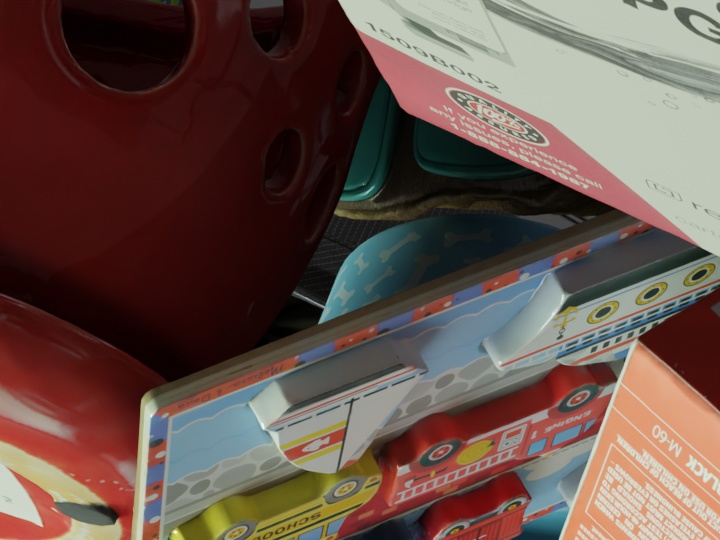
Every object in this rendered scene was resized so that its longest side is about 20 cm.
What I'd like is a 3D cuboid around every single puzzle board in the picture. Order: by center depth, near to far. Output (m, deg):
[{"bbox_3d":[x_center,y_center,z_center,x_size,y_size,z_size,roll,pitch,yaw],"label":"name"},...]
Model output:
[{"bbox_3d":[0.034,0.039,0.716,0.017,0.200,0.151,60,159,25],"label":"puzzle board"}]

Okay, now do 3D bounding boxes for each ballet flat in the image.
[{"bbox_3d":[0.035,-0.043,0.794,0.072,0.068,0.200,13,176,-30],"label":"ballet flat"}]

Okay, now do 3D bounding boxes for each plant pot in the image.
[{"bbox_3d":[-0.102,-0.034,0.723,0.200,0.183,0.201,14,159,5],"label":"plant pot"}]

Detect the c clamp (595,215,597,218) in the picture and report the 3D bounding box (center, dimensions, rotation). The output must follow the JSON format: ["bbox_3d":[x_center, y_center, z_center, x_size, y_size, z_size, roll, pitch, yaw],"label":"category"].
[{"bbox_3d":[0.172,0.065,0.885,0.200,0.027,0.171,32,-160,-24],"label":"c clamp"}]

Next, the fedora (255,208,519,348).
[{"bbox_3d":[0.000,0.000,0.995,0.177,0.090,0.200,31,164,-14],"label":"fedora"}]

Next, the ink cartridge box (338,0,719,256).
[{"bbox_3d":[0.060,-0.070,0.465,0.146,0.083,0.200,26,170,21],"label":"ink cartridge box"}]

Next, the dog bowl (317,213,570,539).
[{"bbox_3d":[0.051,0.051,0.865,0.111,0.050,0.200,-6,146,20],"label":"dog bowl"}]

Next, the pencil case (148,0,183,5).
[{"bbox_3d":[-0.120,-0.078,0.974,0.078,0.087,0.200,13,-179,-30],"label":"pencil case"}]

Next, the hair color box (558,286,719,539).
[{"bbox_3d":[0.104,0.080,0.741,0.064,0.111,0.200,43,142,24],"label":"hair color box"}]
